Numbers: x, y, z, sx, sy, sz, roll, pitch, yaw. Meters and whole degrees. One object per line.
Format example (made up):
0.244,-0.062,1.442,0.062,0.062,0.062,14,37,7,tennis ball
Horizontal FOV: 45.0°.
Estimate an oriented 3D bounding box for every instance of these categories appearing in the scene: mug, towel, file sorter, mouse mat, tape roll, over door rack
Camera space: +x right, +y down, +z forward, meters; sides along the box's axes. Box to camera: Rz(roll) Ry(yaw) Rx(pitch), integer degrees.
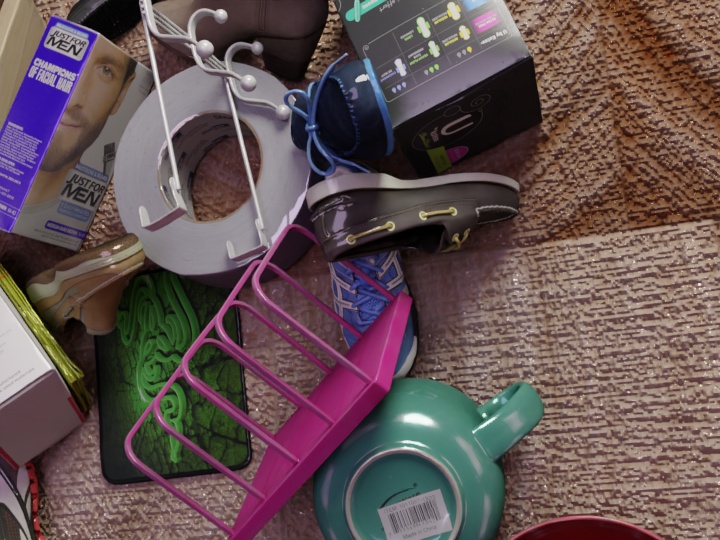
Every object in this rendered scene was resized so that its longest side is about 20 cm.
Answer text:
0.044,0.154,0.679,0.151,0.114,0.187,23,95,6,mug
-0.321,0.043,0.845,0.018,0.086,0.200,-34,73,-20,towel
-0.074,0.084,0.681,0.125,0.139,0.200,37,116,-7,file sorter
-0.185,0.096,0.834,0.159,0.008,0.203,-10,78,15,mouse mat
-0.128,-0.088,0.811,0.198,0.066,0.203,-3,79,16,tape roll
-0.113,-0.120,0.702,0.066,0.148,0.203,-8,77,20,over door rack

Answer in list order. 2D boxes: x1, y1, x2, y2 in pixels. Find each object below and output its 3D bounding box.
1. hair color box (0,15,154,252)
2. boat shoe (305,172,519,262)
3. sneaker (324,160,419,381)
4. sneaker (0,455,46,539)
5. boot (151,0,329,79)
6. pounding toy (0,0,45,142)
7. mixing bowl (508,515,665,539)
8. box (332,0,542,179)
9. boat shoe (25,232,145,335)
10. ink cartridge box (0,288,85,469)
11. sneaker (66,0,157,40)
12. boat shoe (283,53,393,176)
-0.286,-0.128,0.845,0.064,0.109,0.202,22,89,18,hair color box
0.050,-0.041,0.705,0.199,0.072,0.061,-5,74,-29,boat shoe
0.000,0.000,0.755,0.075,0.077,0.203,-16,80,12,sneaker
-0.347,0.233,0.814,0.070,0.098,0.202,-26,74,13,sneaker
-0.119,-0.256,0.790,0.198,0.147,0.071,18,58,10,boot
-0.426,-0.197,0.880,0.197,0.143,0.186,3,62,3,pounding toy
0.174,0.280,0.642,0.197,0.108,0.203,-3,80,16,mixing bowl
0.055,-0.205,0.732,0.123,0.148,0.202,-26,75,9,box
-0.244,0.021,0.802,0.199,0.071,0.077,-18,96,54,boat shoe
-0.354,0.066,0.809,0.082,0.147,0.200,-35,71,-20,ink cartridge box
-0.237,-0.326,0.889,0.199,0.060,0.105,-38,74,3,sneaker
-0.019,-0.106,0.663,0.068,0.200,0.085,-16,89,-7,boat shoe
